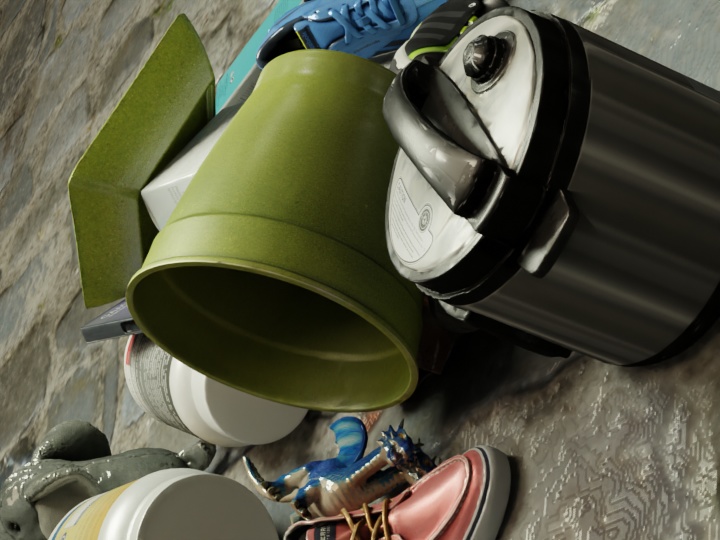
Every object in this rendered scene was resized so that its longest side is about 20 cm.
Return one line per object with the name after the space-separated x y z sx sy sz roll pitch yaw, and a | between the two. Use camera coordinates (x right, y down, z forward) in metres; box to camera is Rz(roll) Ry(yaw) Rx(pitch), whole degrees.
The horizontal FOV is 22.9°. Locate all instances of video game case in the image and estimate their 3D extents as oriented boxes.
-0.124 0.012 1.493 0.199 0.019 0.143 -13 16 42 | video game case

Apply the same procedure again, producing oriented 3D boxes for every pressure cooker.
0.104 -0.053 1.002 0.176 0.199 0.180 -23 51 58 | pressure cooker

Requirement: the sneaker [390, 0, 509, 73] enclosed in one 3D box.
0.073 -0.167 1.291 0.083 0.072 0.200 -47 14 18 | sneaker

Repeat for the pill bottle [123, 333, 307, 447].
-0.118 0.086 1.485 0.200 0.113 0.115 8 78 66 | pill bottle

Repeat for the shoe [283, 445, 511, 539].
0.012 0.180 1.151 0.201 0.090 0.072 -54 28 32 | shoe

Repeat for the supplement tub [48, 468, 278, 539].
-0.160 0.237 1.415 0.200 0.144 0.146 -28 47 58 | supplement tub

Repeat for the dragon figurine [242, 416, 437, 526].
-0.012 0.144 1.252 0.099 0.059 0.200 -38 13 -16 | dragon figurine

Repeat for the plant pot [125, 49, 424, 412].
-0.034 -0.037 1.197 0.200 0.199 0.194 -29 39 56 | plant pot

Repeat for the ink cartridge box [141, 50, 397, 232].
-0.062 -0.106 1.447 0.199 0.048 0.160 -15 23 32 | ink cartridge box

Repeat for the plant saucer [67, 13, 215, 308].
-0.176 -0.084 1.528 0.200 0.048 0.201 96 -161 -57 | plant saucer

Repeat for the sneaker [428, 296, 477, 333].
0.096 -0.051 1.200 0.202 0.075 0.091 -66 13 -10 | sneaker

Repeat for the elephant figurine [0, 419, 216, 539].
-0.254 0.205 1.564 0.141 0.198 0.157 146 141 -64 | elephant figurine

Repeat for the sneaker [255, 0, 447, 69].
0.001 -0.197 1.413 0.199 0.066 0.078 -17 11 36 | sneaker

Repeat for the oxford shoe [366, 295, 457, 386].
0.001 0.063 1.300 0.200 0.071 0.074 -28 50 56 | oxford shoe

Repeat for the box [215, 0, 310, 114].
-0.053 -0.197 1.610 0.200 0.082 0.049 -46 32 42 | box
